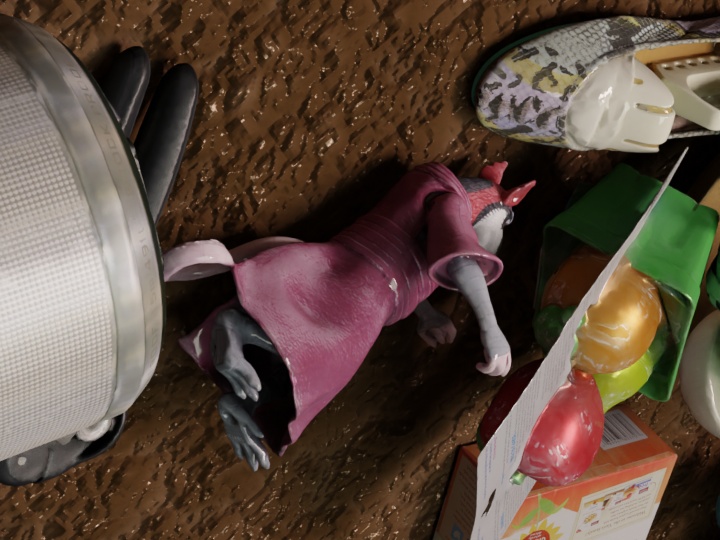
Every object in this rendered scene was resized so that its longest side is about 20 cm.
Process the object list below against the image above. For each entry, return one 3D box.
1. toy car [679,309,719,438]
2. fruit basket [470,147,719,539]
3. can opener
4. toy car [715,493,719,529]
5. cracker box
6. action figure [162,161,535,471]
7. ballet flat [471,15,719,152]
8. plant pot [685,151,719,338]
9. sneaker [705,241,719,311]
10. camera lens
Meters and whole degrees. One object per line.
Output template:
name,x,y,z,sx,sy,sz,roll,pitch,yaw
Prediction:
toy car,0.296,0.032,1.139,0.199,0.174,0.152,9,84,-45
fruit basket,0.105,0.049,1.012,0.200,0.093,0.186,-49,161,-19
can opener,-0.121,0.000,0.836,0.063,0.078,0.202,3,111,-49
toy car,0.291,0.216,1.356,0.184,0.178,0.200,-17,164,-48
cracker box,0.105,0.188,1.209,0.133,0.058,0.201,-11,130,-34
action figure,0.000,0.000,0.946,0.200,0.134,0.149,-42,100,-22
ballet flat,0.151,-0.093,0.991,0.199,0.072,0.073,-11,131,-34
plant pot,0.248,-0.026,1.169,0.199,0.027,0.201,-25,138,-24
sneaker,0.256,-0.060,1.034,0.200,0.074,0.088,-50,150,-26
camera lens,-0.182,0.003,0.710,0.199,0.160,0.161,-20,136,-27
